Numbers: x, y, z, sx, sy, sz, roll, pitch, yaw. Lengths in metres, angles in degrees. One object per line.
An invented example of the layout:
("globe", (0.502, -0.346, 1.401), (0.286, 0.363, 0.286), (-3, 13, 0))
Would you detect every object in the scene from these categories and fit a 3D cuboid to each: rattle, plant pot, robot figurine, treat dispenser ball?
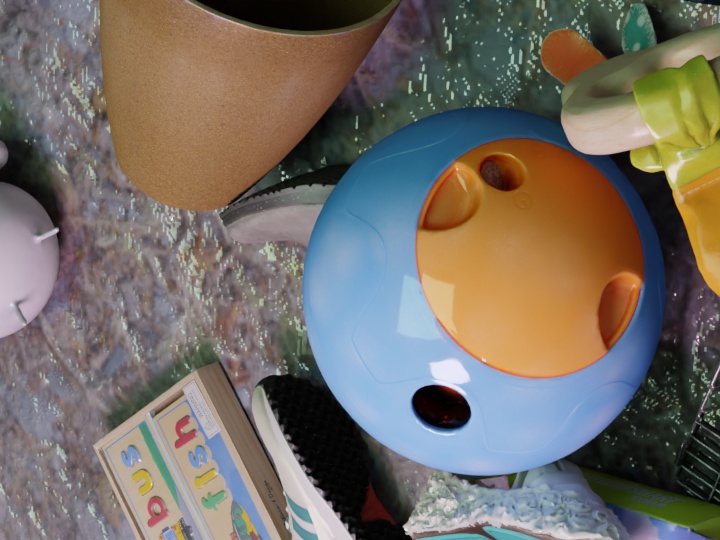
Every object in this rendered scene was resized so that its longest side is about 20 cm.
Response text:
("rattle", (0.171, -0.064, 1.200), (0.143, 0.130, 0.200), (50, 166, -15))
("plant pot", (-0.084, -0.138, 1.385), (0.186, 0.186, 0.201), (47, 140, 22))
("robot figurine", (-0.295, -0.015, 1.618), (0.199, 0.113, 0.171), (14, 96, 38))
("treat dispenser ball", (0.068, 0.011, 1.241), (0.200, 0.200, 0.202), (11, 108, 38))

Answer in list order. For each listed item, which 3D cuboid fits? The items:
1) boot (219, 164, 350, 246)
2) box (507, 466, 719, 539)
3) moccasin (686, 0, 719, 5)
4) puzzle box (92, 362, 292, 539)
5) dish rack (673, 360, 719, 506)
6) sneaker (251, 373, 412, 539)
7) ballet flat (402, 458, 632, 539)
("boot", (0.000, 0.000, 1.407), (0.199, 0.068, 0.132), (-11, 99, 43))
("box", (0.159, 0.185, 1.284), (0.200, 0.047, 0.123), (11, 109, 59))
("moccasin", (0.226, -0.158, 1.168), (0.199, 0.068, 0.081), (-2, 99, 39))
("puzzle box", (-0.101, 0.180, 1.559), (0.133, 0.025, 0.201), (-36, 77, 40))
("dish rack", (0.257, 0.075, 1.212), (0.153, 0.054, 0.201), (36, 124, 30))
("sneaker", (-0.028, 0.167, 1.463), (0.093, 0.070, 0.200), (-40, 77, 33))
("ballet flat", (0.091, 0.134, 1.284), (0.200, 0.071, 0.072), (-4, 98, 59))
